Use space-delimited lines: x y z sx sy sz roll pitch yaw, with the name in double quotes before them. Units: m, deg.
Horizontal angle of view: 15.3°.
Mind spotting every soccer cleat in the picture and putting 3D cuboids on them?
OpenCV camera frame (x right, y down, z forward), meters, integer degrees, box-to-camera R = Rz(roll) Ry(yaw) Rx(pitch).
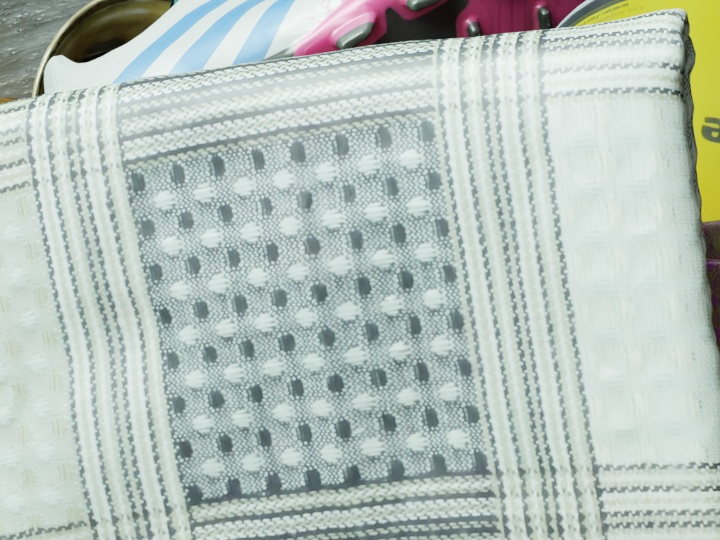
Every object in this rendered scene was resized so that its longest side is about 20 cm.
"soccer cleat" -0.015 -0.081 0.907 0.200 0.070 0.086 -21 41 -10

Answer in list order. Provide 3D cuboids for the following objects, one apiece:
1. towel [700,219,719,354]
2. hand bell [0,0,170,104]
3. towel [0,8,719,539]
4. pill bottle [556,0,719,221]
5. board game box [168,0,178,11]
"towel" 0.059 0.063 0.620 0.200 0.144 0.023 -7 2 19
"hand bell" -0.128 -0.058 1.118 0.104 0.104 0.200 -25 12 -28
"towel" -0.007 0.051 0.612 0.192 0.200 0.035 -6 2 19
"pill bottle" 0.084 0.013 0.730 0.112 0.112 0.200 -5 38 19
"board game box" 0.033 -0.114 0.991 0.200 0.028 0.135 -1 44 7
